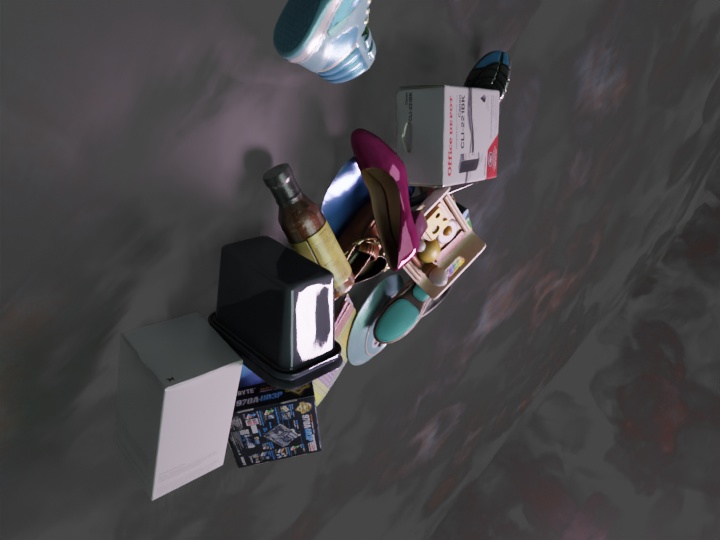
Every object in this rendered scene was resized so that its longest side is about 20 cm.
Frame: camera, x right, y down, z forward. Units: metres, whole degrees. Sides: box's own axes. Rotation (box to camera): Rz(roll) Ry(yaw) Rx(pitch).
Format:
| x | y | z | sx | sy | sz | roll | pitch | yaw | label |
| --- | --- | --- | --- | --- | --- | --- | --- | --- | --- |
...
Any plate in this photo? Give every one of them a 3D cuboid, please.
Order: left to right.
| x | y | z | sx | sy | sz | roll | pitch | yaw | label |
| --- | --- | --- | --- | --- | --- | --- | --- | --- | --- |
| 0.041 | 0.104 | 1.190 | 0.200 | 0.025 | 0.202 | -45 | 149 | -36 | plate |

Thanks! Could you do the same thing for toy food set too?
| x | y | z | sx | sy | sz | roll | pitch | yaw | label |
| --- | --- | --- | --- | --- | --- | --- | --- | --- | --- |
| 0.135 | -0.044 | 1.029 | 0.144 | 0.060 | 0.200 | -45 | 142 | 1 | toy food set |

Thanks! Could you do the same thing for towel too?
| x | y | z | sx | sy | sz | roll | pitch | yaw | label |
| --- | --- | --- | --- | --- | --- | --- | --- | --- | --- |
| -0.055 | 0.153 | 1.102 | 0.202 | 0.023 | 0.144 | -60 | 156 | -15 | towel |

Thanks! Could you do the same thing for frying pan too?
| x | y | z | sx | sy | sz | roll | pitch | yaw | label |
| --- | --- | --- | --- | --- | --- | --- | --- | --- | --- |
| 0.113 | 0.086 | 1.226 | 0.190 | 0.031 | 0.115 | -44 | 158 | 10 | frying pan |

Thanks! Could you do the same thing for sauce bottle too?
| x | y | z | sx | sy | sz | roll | pitch | yaw | label |
| --- | --- | --- | --- | --- | --- | --- | --- | --- | --- |
| -0.072 | -0.054 | 0.837 | 0.066 | 0.066 | 0.202 | -38 | 121 | -23 | sauce bottle |

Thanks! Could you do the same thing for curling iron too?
| x | y | z | sx | sy | sz | roll | pitch | yaw | label |
| --- | --- | --- | --- | --- | --- | --- | --- | --- | --- |
| 0.121 | -0.121 | 1.019 | 0.198 | 0.026 | 0.050 | -29 | 138 | -20 | curling iron |

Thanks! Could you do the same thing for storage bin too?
| x | y | z | sx | sy | sz | roll | pitch | yaw | label |
| --- | --- | --- | --- | --- | --- | --- | --- | --- | --- |
| -0.110 | 0.043 | 0.822 | 0.144 | 0.199 | 0.136 | -17 | 125 | -42 | storage bin |

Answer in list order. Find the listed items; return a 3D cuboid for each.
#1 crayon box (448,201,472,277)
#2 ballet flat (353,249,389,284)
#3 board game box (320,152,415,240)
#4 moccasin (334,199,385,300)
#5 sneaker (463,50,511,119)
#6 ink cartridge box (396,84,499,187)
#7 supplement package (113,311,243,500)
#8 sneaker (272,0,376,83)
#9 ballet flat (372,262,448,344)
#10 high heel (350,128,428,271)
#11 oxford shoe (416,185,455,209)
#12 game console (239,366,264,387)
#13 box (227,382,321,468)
| x | y | z | sx | sy | sz | roll | pitch | yaw | label |
| --- | --- | --- | --- | --- | --- | --- | --- | --- | --- |
| 0.181 | -0.039 | 1.247 | 0.126 | 0.051 | 0.201 | -47 | 148 | -12 | crayon box |
| 0.000 | 0.000 | 1.051 | 0.198 | 0.046 | 0.068 | -15 | 132 | -46 | ballet flat |
| 0.005 | -0.125 | 0.954 | 0.198 | 0.039 | 0.160 | -15 | 136 | -39 | board game box |
| 0.005 | -0.039 | 0.933 | 0.201 | 0.078 | 0.074 | -45 | 145 | -1 | moccasin |
| 0.217 | -0.292 | 1.056 | 0.082 | 0.073 | 0.202 | -42 | 155 | -48 | sneaker |
| 0.142 | -0.213 | 0.943 | 0.199 | 0.083 | 0.147 | -18 | 111 | -51 | ink cartridge box |
| -0.254 | 0.183 | 0.820 | 0.119 | 0.121 | 0.202 | -16 | 132 | -44 | supplement package |
| -0.008 | -0.320 | 0.715 | 0.201 | 0.080 | 0.130 | -51 | 147 | 13 | sneaker |
| 0.096 | 0.060 | 1.143 | 0.200 | 0.068 | 0.067 | -46 | -174 | -5 | ballet flat |
| 0.031 | -0.099 | 0.847 | 0.201 | 0.067 | 0.097 | 52 | 53 | -26 | high heel |
| 0.145 | -0.147 | 1.077 | 0.070 | 0.074 | 0.202 | -35 | 142 | -22 | oxford shoe |
| -0.149 | 0.151 | 1.013 | 0.176 | 0.031 | 0.202 | -35 | 142 | -29 | game console |
| -0.150 | 0.263 | 1.023 | 0.156 | 0.046 | 0.202 | -10 | 139 | -7 | box |
